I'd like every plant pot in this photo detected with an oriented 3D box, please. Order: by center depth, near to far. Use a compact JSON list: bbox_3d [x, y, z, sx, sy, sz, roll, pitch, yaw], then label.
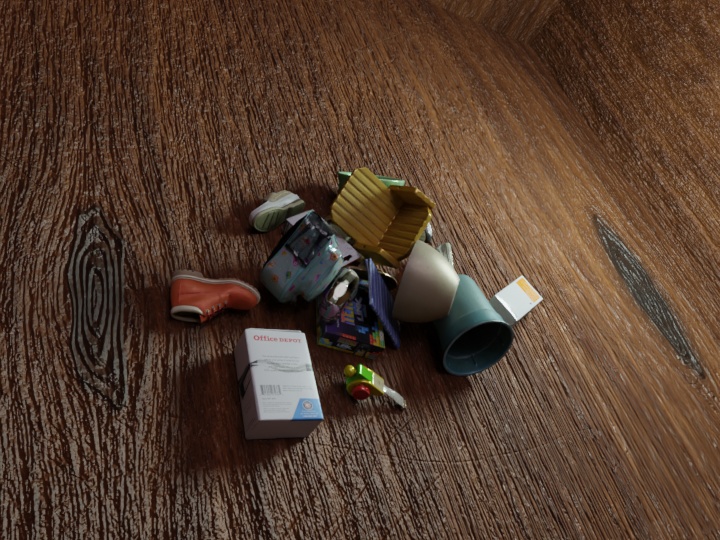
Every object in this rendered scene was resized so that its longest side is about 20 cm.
[{"bbox_3d":[0.171,0.044,1.508,0.130,0.205,0.202,18,38,9],"label":"plant pot"},{"bbox_3d":[0.273,0.132,1.600,0.195,0.203,0.199,10,39,-29],"label":"plant pot"}]

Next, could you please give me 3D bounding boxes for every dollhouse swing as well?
[{"bbox_3d":[0.051,-0.151,1.561,0.176,0.180,0.203,43,74,-34],"label":"dollhouse swing"}]

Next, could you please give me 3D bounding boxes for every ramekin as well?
[{"bbox_3d":[0.025,-0.220,1.745,0.193,0.101,0.200,7,12,-1],"label":"ramekin"}]

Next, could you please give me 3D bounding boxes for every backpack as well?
[{"bbox_3d":[-0.135,-0.013,1.411,0.154,0.199,0.176,49,-4,4],"label":"backpack"}]

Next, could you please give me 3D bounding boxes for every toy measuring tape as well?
[{"bbox_3d":[0.024,0.273,1.383,0.199,0.072,0.075,41,32,-33],"label":"toy measuring tape"}]

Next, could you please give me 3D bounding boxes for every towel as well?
[{"bbox_3d":[0.054,0.085,1.509,0.202,0.023,0.148,59,21,-45],"label":"towel"}]

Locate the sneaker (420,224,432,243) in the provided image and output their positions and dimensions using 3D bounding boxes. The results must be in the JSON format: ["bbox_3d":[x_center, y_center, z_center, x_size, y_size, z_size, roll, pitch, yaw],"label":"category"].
[{"bbox_3d":[0.143,-0.155,1.872,0.079,0.075,0.201,-24,63,-31],"label":"sneaker"}]

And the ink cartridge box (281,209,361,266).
[{"bbox_3d":[-0.102,-0.069,1.586,0.199,0.051,0.108,44,39,18],"label":"ink cartridge box"}]

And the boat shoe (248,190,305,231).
[{"bbox_3d":[-0.229,-0.159,1.585,0.068,0.076,0.199,40,32,15],"label":"boat shoe"}]

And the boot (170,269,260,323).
[{"bbox_3d":[-0.311,0.072,1.302,0.193,0.076,0.110,9,49,-19],"label":"boot"}]

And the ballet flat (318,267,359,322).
[{"bbox_3d":[-0.041,0.042,1.443,0.068,0.072,0.201,32,39,-1],"label":"ballet flat"}]

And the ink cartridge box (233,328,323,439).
[{"bbox_3d":[-0.171,0.229,1.241,0.141,0.085,0.204,8,49,-32],"label":"ink cartridge box"}]

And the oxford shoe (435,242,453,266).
[{"bbox_3d":[0.251,0.010,1.798,0.056,0.076,0.205,-8,56,8],"label":"oxford shoe"}]

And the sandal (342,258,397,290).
[{"bbox_3d":[0.002,-0.003,1.601,0.205,0.078,0.071,9,52,-24],"label":"sandal"}]

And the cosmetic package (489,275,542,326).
[{"bbox_3d":[0.466,0.102,1.857,0.102,0.072,0.198,49,41,13],"label":"cosmetic package"}]

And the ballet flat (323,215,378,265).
[{"bbox_3d":[-0.026,-0.077,1.652,0.197,0.072,0.065,34,10,7],"label":"ballet flat"}]

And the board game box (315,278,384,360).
[{"bbox_3d":[-0.027,0.103,1.494,0.161,0.057,0.204,18,43,-24],"label":"board game box"}]
